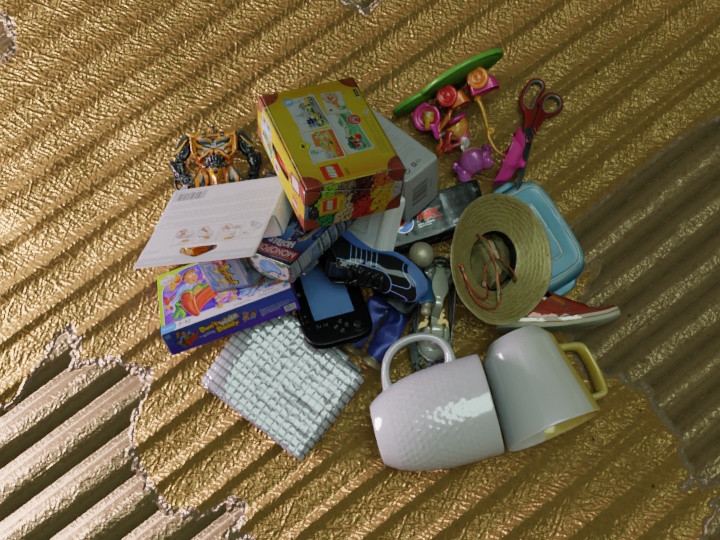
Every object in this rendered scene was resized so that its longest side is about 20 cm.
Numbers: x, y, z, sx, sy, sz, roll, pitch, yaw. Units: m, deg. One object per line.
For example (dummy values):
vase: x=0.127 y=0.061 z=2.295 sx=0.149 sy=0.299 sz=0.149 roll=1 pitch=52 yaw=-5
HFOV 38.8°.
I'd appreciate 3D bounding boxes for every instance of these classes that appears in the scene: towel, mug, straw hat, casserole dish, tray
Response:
towel: x=-0.113 y=0.162 z=1.517 sx=0.199 sy=0.086 sz=0.166 roll=35 pitch=76 yaw=5
mug: x=0.266 y=0.170 z=1.533 sx=0.148 sy=0.186 sz=0.155 roll=-32 pitch=70 yaw=24
straw hat: x=0.190 y=-0.012 z=1.554 sx=0.198 sy=0.085 sz=0.205 roll=6 pitch=79 yaw=-29
mug: x=0.100 y=0.191 z=1.491 sx=0.172 sy=0.148 sz=0.203 roll=-15 pitch=84 yaw=2
casserole dish: x=0.277 y=-0.054 z=1.614 sx=0.120 sy=0.039 sz=0.202 roll=-30 pitch=81 yaw=-10
tray: x=-0.030 y=-0.093 z=1.543 sx=0.198 sy=0.022 sz=0.109 roll=25 pitch=112 yaw=25

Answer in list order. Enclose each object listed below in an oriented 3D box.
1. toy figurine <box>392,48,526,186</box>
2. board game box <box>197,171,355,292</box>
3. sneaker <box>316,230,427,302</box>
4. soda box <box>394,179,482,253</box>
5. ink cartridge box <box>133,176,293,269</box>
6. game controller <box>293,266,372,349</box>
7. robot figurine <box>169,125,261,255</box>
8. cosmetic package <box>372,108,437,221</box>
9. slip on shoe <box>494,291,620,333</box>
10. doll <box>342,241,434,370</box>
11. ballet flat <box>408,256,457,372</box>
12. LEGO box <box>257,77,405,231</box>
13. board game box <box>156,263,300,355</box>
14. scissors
toy figurine: x=0.174 y=-0.216 z=1.603 sx=0.198 sy=0.150 sz=0.186 roll=-27 pitch=87 yaw=13
board game box: x=-0.125 y=-0.041 z=1.465 sx=0.198 sy=0.062 sz=0.200 roll=19 pitch=56 yaw=42
sneaker: x=0.000 y=0.000 z=1.493 sx=0.198 sy=0.071 sz=0.078 roll=28 pitch=42 yaw=23
soda box: x=0.096 y=-0.076 z=1.592 sx=0.197 sy=0.063 sz=0.072 roll=-17 pitch=78 yaw=-8
ink cartridge box: x=-0.200 y=-0.056 z=1.438 sx=0.197 sy=0.044 sz=0.175 roll=-6 pitch=42 yaw=23
game controller: x=-0.053 y=0.032 z=1.525 sx=0.103 sy=0.042 sz=0.202 roll=-8 pitch=48 yaw=-16
robot figurine: x=-0.220 y=-0.130 z=1.581 sx=0.142 sy=0.058 sz=0.204 roll=-6 pitch=79 yaw=-7
cosmetic package: x=0.024 y=-0.176 z=1.554 sx=0.074 sy=0.102 sz=0.200 roll=-38 pitch=63 yaw=-21
slip on shoe: x=0.304 y=0.061 z=1.577 sx=0.196 sy=0.074 sz=0.062 roll=-1 pitch=75 yaw=0
doll: x=0.047 y=0.043 z=1.546 sx=0.136 sy=0.048 sz=0.202 roll=32 pitch=89 yaw=27
ballet flat: x=0.112 y=0.073 z=1.559 sx=0.071 sy=0.072 sz=0.204 roll=6 pitch=78 yaw=-3
LEGO box: x=-0.044 y=-0.167 z=1.425 sx=0.147 sy=0.078 sz=0.202 roll=-14 pitch=53 yaw=-17
board game box: x=-0.197 y=0.032 z=1.503 sx=0.197 sy=0.045 sz=0.135 roll=-20 pitch=40 yaw=1
scissors: x=0.266 y=-0.224 z=1.648 sx=0.073 sy=0.014 sz=0.202 roll=31 pitch=69 yaw=-3
